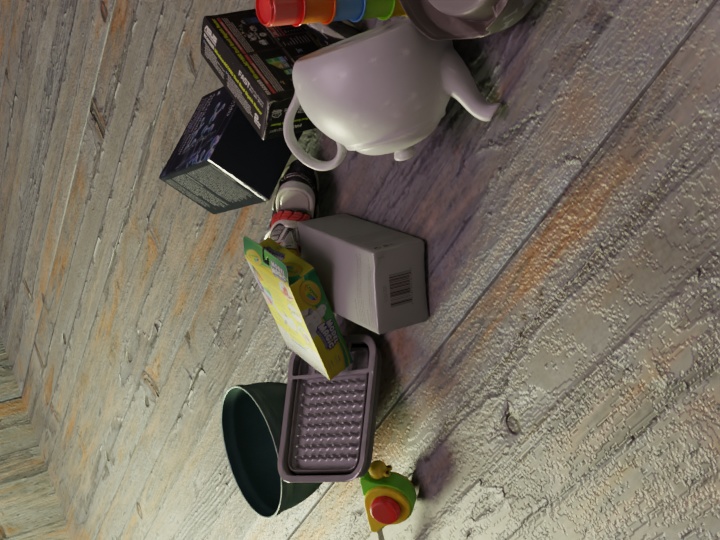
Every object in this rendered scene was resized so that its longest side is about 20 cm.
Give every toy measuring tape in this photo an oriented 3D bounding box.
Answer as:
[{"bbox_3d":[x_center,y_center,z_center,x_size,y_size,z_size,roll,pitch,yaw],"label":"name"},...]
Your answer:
[{"bbox_3d":[0.049,0.341,1.678,0.073,0.073,0.201,32,142,52],"label":"toy measuring tape"}]

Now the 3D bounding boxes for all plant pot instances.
[{"bbox_3d":[-0.107,0.254,1.832,0.200,0.133,0.202,33,130,52],"label":"plant pot"}]

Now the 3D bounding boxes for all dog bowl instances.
[{"bbox_3d":[0.114,-0.332,1.247,0.199,0.058,0.202,11,103,51],"label":"dog bowl"}]

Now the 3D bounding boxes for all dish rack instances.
[{"bbox_3d":[-0.036,0.194,1.684,0.171,0.043,0.202,-9,67,42],"label":"dish rack"}]

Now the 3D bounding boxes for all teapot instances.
[{"bbox_3d":[0.023,-0.193,1.375,0.147,0.196,0.200,70,165,-14],"label":"teapot"}]

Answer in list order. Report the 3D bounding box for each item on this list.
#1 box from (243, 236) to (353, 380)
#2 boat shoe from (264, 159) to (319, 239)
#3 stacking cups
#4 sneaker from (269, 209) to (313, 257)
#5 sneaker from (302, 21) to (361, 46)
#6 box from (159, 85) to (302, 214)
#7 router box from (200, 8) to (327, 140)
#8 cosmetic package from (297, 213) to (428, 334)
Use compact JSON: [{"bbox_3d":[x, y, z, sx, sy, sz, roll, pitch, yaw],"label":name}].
[{"bbox_3d":[-0.086,0.041,1.629,0.117,0.048,0.201,33,154,46],"label":"box"},{"bbox_3d":[-0.096,-0.081,1.746,0.201,0.073,0.061,98,-177,-56],"label":"boat shoe"},{"bbox_3d":[-0.024,-0.302,1.385,0.060,0.199,0.061,35,134,49],"label":"stacking cups"},{"bbox_3d":[-0.107,0.001,1.737,0.201,0.077,0.083,91,-174,-55],"label":"sneaker"},{"bbox_3d":[-0.064,-0.353,1.570,0.200,0.074,0.080,42,93,26],"label":"sneaker"},{"bbox_3d":[-0.180,-0.177,1.742,0.200,0.107,0.149,-8,53,60],"label":"box"},{"bbox_3d":[-0.100,-0.263,1.587,0.200,0.149,0.062,54,146,35],"label":"router box"},{"bbox_3d":[0.000,0.000,1.594,0.200,0.081,0.114,26,125,56],"label":"cosmetic package"}]
